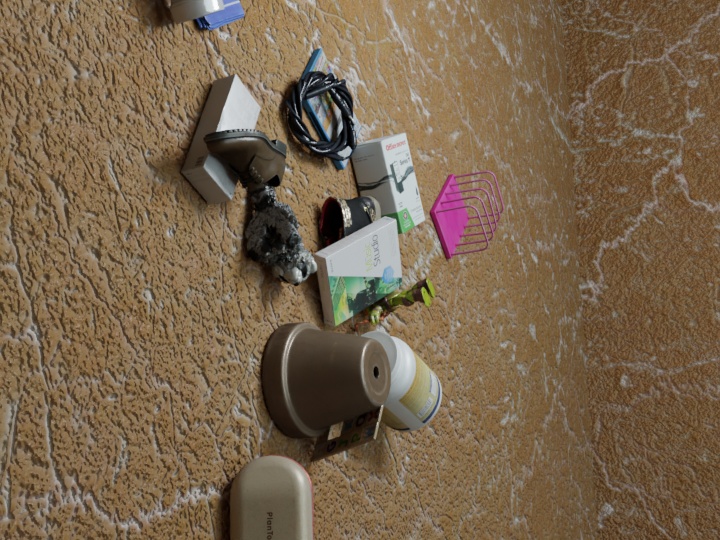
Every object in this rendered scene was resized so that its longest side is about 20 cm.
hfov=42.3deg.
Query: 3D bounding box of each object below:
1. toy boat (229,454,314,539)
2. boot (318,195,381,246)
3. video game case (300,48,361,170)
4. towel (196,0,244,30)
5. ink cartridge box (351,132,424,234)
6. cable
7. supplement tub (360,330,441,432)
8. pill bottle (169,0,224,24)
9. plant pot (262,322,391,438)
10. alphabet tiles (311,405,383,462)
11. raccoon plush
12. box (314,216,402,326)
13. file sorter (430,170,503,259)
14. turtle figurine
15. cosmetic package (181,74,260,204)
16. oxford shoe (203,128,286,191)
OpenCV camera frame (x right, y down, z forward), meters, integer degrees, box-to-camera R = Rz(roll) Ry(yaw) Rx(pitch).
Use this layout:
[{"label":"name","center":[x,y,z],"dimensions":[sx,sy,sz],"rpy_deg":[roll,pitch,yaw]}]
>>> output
[{"label":"toy boat","center":[-0.136,0.391,1.451],"dimensions":[0.131,0.128,0.204],"rpy_deg":[99,-10,-78]},{"label":"boot","center":[-0.015,-0.052,1.836],"dimensions":[0.150,0.072,0.204],"rpy_deg":[2,89,-58]},{"label":"video game case","center":[-0.062,-0.325,1.882],"dimensions":[0.201,0.018,0.144],"rpy_deg":[60,34,-36]},{"label":"towel","center":[-0.257,-0.508,1.548],"dimensions":[0.145,0.024,0.203],"rpy_deg":[-46,123,-58]},{"label":"ink cartridge box","center":[0.060,-0.185,2.006],"dimensions":[0.146,0.082,0.203],"rpy_deg":[-32,110,-61]},{"label":"cable","center":[-0.069,-0.302,1.790],"dimensions":[0.199,0.050,0.166],"rpy_deg":[12,84,-51]},{"label":"supplement tub","center":[0.061,0.217,1.827],"dimensions":[0.200,0.142,0.146],"rpy_deg":[47,43,-48]},{"label":"pill bottle","center":[-0.275,-0.484,1.409],"dimensions":[0.111,0.109,0.203],"rpy_deg":[-45,122,-57]},{"label":"plant pot","center":[-0.046,0.180,1.599],"dimensions":[0.200,0.172,0.204],"rpy_deg":[30,55,-56]},{"label":"alphabet tiles","center":[-0.010,0.235,1.668],"dimensions":[0.008,0.166,0.202],"rpy_deg":[37,46,-25]},{"label":"raccoon plush","center":[-0.127,-0.072,1.612],"dimensions":[0.134,0.095,0.203],"rpy_deg":[45,43,-60]},{"label":"box","center":[0.000,0.000,1.785],"dimensions":[0.199,0.036,0.146],"rpy_deg":[-29,123,-37]},{"label":"file sorter","center":[0.280,-0.149,2.382],"dimensions":[0.140,0.124,0.201],"rpy_deg":[67,30,-26]},{"label":"turtle figurine","center":[0.069,0.062,1.896],"dimensions":[0.200,0.159,0.065],"rpy_deg":[-18,89,-69]},{"label":"cosmetic package","center":[-0.222,-0.212,1.499],"dimensions":[0.083,0.050,0.202],"rpy_deg":[50,41,-42]},{"label":"oxford shoe","center":[-0.173,-0.171,1.453],"dimensions":[0.199,0.072,0.086],"rpy_deg":[13,74,-61]}]
